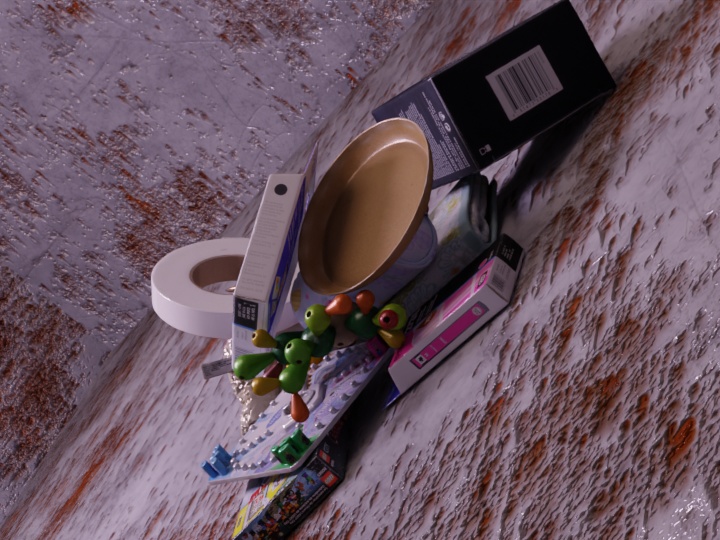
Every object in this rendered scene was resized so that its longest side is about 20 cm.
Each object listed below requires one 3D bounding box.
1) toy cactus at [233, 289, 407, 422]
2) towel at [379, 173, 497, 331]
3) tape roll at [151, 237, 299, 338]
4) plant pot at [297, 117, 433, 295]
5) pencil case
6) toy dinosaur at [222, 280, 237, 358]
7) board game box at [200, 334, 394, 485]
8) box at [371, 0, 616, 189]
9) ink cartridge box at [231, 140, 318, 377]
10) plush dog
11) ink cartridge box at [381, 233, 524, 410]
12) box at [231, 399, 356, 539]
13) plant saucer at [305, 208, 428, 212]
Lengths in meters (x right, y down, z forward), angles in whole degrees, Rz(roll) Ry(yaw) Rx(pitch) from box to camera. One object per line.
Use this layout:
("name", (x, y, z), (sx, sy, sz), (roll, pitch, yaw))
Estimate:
("toy cactus", (-0.028, 0.072, 1.538), (0.199, 0.103, 0.165), (-31, 1, 23))
("towel", (0.088, -0.017, 1.698), (0.171, 0.048, 0.200), (-50, 10, 24))
("tape roll", (-0.152, 0.019, 1.808), (0.203, 0.201, 0.037), (-72, -16, -63))
("plant pot", (0.009, -0.062, 1.545), (0.199, 0.027, 0.201), (-34, 41, 36))
("pencil case", (0.000, 0.000, 1.645), (0.200, 0.090, 0.083), (-43, 13, 48))
("toy dinosaur", (-0.137, 0.081, 1.965), (0.086, 0.135, 0.201), (39, 104, 49))
("board game box", (-0.066, 0.142, 1.614), (0.200, 0.026, 0.199), (-49, 16, -31))
("box", (0.144, -0.191, 1.693), (0.196, 0.118, 0.200), (-32, 5, -19))
("ink cartridge box", (-0.093, -0.013, 1.624), (0.199, 0.043, 0.201), (99, -173, -63))
("plush dog", (-0.108, 0.115, 1.861), (0.201, 0.160, 0.172), (-53, -13, -10))
("ink cartridge box", (0.083, 0.053, 1.510), (0.200, 0.037, 0.095), (-46, 11, 34))
("box", (-0.067, 0.205, 1.600), (0.137, 0.038, 0.200), (-46, 12, 19))
("plant saucer", (-0.007, -0.048, 1.946), (0.200, 0.199, 0.037), (-34, 61, 57))
